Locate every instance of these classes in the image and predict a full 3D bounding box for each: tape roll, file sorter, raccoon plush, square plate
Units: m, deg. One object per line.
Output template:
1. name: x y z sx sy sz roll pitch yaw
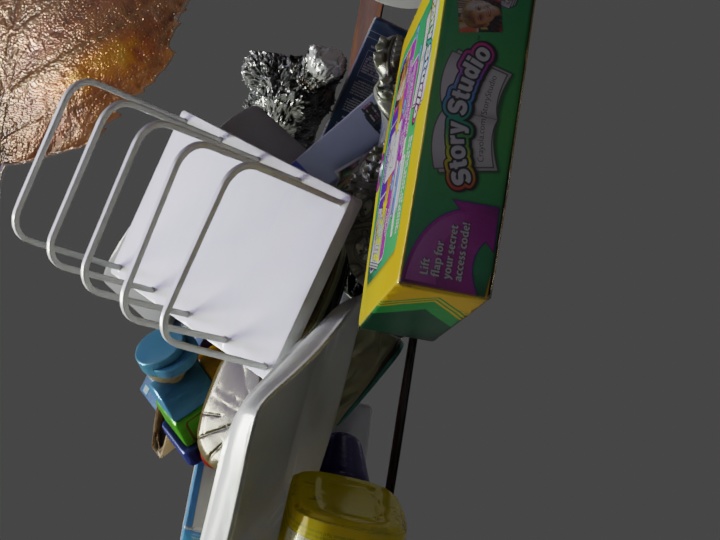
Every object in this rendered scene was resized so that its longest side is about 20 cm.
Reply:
1. tape roll: -0.128 -0.044 1.141 0.201 0.066 0.200 -50 -3 -3
2. file sorter: -0.129 -0.034 0.933 0.199 0.124 0.140 29 96 40
3. raccoon plush: -0.079 -0.130 1.224 0.200 0.096 0.135 140 146 -84
4. square plate: -0.060 0.130 0.907 0.200 0.028 0.200 -46 -26 -62

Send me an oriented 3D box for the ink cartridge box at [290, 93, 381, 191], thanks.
1. ink cartridge box: -0.017 -0.083 1.086 0.200 0.042 0.119 -40 -8 -17

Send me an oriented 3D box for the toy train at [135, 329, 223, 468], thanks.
1. toy train: -0.082 0.059 1.080 0.085 0.199 0.116 41 159 46

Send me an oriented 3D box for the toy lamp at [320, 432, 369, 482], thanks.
1. toy lamp: -0.022 0.219 1.040 0.058 0.058 0.201 107 170 -50

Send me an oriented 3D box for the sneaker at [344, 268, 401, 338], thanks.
1. sneaker: 0.000 0.000 1.029 0.200 0.090 0.067 -95 16 -72

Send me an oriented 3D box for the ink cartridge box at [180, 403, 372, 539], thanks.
1. ink cartridge box: -0.083 0.218 1.191 0.201 0.145 0.148 108 172 -53

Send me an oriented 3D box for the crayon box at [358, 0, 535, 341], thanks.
1. crayon box: 0.050 -0.070 0.796 0.173 0.058 0.202 129 151 -77

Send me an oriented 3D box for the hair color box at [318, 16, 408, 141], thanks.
1. hair color box: -0.004 -0.129 1.267 0.100 0.060 0.201 145 149 -86

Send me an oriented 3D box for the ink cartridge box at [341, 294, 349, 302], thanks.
1. ink cartridge box: -0.009 0.063 1.260 0.200 0.040 0.201 110 171 -54

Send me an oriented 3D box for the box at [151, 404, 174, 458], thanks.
1. box: -0.107 0.089 1.242 0.199 0.021 0.164 -36 -14 -24

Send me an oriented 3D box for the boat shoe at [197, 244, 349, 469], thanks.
1. boat shoe: -0.056 0.056 0.992 0.066 0.071 0.202 16 -80 -55

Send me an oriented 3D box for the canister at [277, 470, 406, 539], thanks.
1. canister: -0.030 0.246 0.878 0.149 0.086 0.202 -122 44 -85

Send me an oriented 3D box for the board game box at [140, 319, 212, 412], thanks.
1. board game box: -0.117 0.046 1.199 0.135 0.035 0.200 -33 -12 -35

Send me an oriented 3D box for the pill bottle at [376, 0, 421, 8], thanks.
1. pill bottle: 0.045 -0.308 1.031 0.116 0.115 0.201 108 171 -57

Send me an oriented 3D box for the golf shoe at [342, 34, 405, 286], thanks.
1. golf shoe: 0.040 -0.069 0.968 0.097 0.078 0.202 63 -143 -65

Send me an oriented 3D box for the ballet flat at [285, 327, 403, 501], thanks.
1. ballet flat: -0.044 0.113 1.048 0.201 0.069 0.069 -56 6 2
